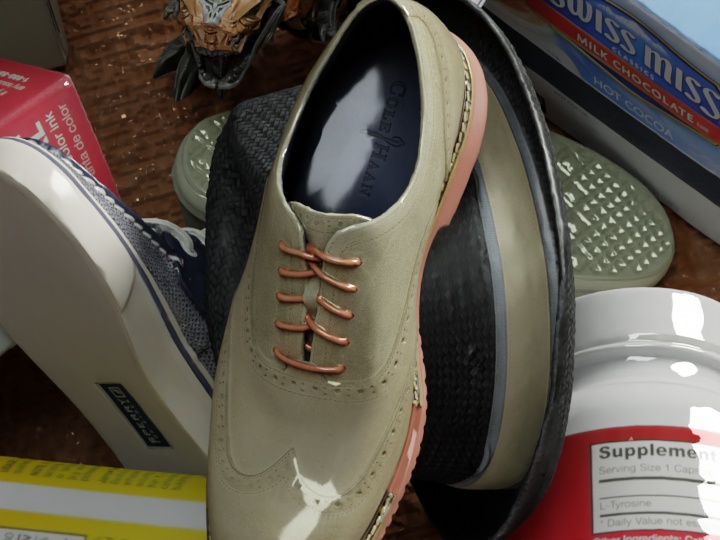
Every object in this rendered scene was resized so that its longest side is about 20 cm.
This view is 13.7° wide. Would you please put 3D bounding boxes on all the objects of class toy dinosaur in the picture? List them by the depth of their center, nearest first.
[{"bbox_3d":[-0.024,-0.135,1.180,0.102,0.136,0.200,23,49,26],"label":"toy dinosaur"}]

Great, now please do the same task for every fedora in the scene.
[{"bbox_3d":[0.000,0.000,1.026,0.091,0.201,0.201,-3,57,-21],"label":"fedora"}]

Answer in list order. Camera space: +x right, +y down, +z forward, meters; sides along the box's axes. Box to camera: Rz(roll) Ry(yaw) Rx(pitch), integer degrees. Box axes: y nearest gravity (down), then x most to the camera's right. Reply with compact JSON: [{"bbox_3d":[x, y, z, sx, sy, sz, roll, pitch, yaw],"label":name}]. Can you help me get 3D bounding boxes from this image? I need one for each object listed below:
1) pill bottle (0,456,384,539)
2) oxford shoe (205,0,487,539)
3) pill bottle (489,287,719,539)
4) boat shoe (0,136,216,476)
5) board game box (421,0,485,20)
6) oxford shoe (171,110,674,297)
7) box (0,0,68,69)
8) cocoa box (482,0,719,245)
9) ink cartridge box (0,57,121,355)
[{"bbox_3d":[-0.097,0.126,1.060,0.199,0.114,0.115,5,61,9],"label":"pill bottle"},{"bbox_3d":[-0.014,0.009,0.925,0.070,0.074,0.201,8,79,15],"label":"oxford shoe"},{"bbox_3d":[0.100,0.113,1.047,0.111,0.112,0.201,-2,59,5],"label":"pill bottle"},{"bbox_3d":[-0.072,0.005,1.092,0.074,0.200,0.093,5,49,37],"label":"boat shoe"},{"bbox_3d":[0.011,-0.223,1.084,0.200,0.041,0.200,35,87,-2],"label":"board game box"},{"bbox_3d":[0.023,-0.020,1.169,0.199,0.058,0.076,6,53,-7],"label":"oxford shoe"},{"bbox_3d":[-0.229,-0.117,1.235,0.199,0.078,0.095,-15,59,-3],"label":"box"},{"bbox_3d":[0.129,-0.124,1.169,0.200,0.131,0.133,39,71,24],"label":"cocoa box"},{"bbox_3d":[-0.206,0.001,1.107,0.200,0.083,0.145,-37,33,-29],"label":"ink cartridge box"}]
